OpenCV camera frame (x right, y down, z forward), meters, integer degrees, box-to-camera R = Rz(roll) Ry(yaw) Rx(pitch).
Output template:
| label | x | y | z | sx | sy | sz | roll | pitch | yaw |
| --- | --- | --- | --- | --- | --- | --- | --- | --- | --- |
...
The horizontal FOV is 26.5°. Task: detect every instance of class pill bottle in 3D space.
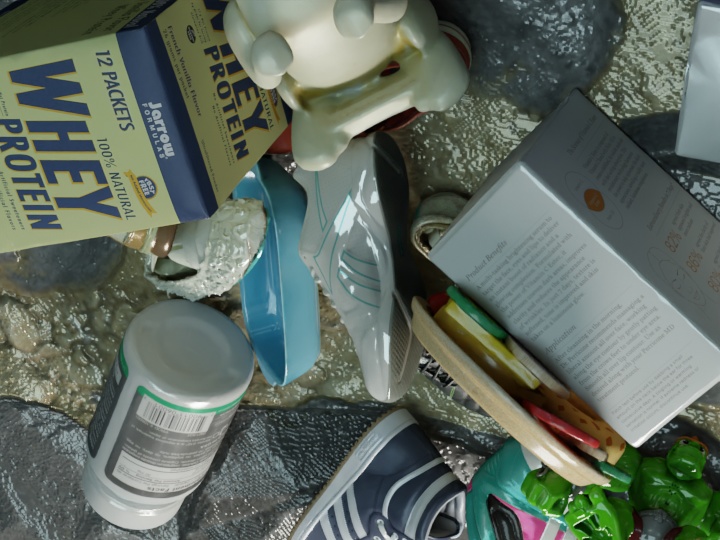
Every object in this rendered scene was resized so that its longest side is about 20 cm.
| label | x | y | z | sx | sy | sz | roll | pitch | yaw |
| --- | --- | --- | --- | --- | --- | --- | --- | --- | --- |
| pill bottle | -0.172 | 0.129 | 1.319 | 0.113 | 0.113 | 0.200 | 33 | 131 | 5 |

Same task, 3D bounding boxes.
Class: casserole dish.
| label | x | y | z | sx | sy | sz | roll | pitch | yaw |
| --- | --- | --- | --- | --- | --- | --- | --- | --- | --- |
| casserole dish | -0.066 | -0.003 | 1.224 | 0.039 | 0.121 | 0.201 | -12 | 117 | -18 |

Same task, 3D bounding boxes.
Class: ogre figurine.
| label | x | y | z | sx | sy | sz | roll | pitch | yaw |
| --- | --- | --- | --- | --- | --- | --- | --- | --- | --- |
| ogre figurine | 0.230 | 0.188 | 1.179 | 0.199 | 0.120 | 0.098 | 7 | 114 | 18 |

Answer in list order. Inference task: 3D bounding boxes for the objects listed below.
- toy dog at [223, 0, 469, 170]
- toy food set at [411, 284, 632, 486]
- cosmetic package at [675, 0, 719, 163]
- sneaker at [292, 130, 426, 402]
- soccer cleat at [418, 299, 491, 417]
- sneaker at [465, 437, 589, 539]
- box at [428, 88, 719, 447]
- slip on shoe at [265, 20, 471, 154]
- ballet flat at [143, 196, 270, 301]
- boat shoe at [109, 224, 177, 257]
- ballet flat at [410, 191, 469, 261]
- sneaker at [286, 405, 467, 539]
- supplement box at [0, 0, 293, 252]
| label | x | y | z | sx | sy | sz | roll | pitch | yaw |
| --- | --- | --- | --- | --- | --- | --- | --- | --- | --- |
| toy dog | -0.030 | -0.201 | 1.029 | 0.139 | 0.194 | 0.200 | -17 | 142 | 21 |
| toy food set | 0.116 | 0.083 | 1.102 | 0.200 | 0.198 | 0.049 | 43 | 95 | 1 |
| cosmetic package | 0.317 | -0.121 | 1.010 | 0.199 | 0.081 | 0.113 | 15 | 120 | 17 |
| sneaker | 0.000 | 0.000 | 1.145 | 0.080 | 0.070 | 0.201 | -6 | 92 | 25 |
| soccer cleat | 0.044 | 0.053 | 1.212 | 0.200 | 0.081 | 0.068 | 44 | 124 | -3 |
| sneaker | 0.152 | 0.234 | 1.254 | 0.121 | 0.084 | 0.200 | -31 | 92 | 27 |
| box | 0.172 | -0.005 | 1.086 | 0.200 | 0.152 | 0.106 | 43 | 124 | -1 |
| slip on shoe | -0.010 | -0.128 | 1.148 | 0.199 | 0.061 | 0.074 | -16 | 130 | 28 |
| ballet flat | -0.130 | -0.013 | 1.208 | 0.072 | 0.072 | 0.200 | 48 | 156 | -5 |
| boat shoe | -0.191 | -0.060 | 1.195 | 0.076 | 0.200 | 0.072 | 12 | 94 | -17 |
| ballet flat | 0.116 | 0.020 | 1.176 | 0.200 | 0.062 | 0.068 | 38 | 121 | 1 |
| sneaker | 0.015 | 0.221 | 1.301 | 0.108 | 0.070 | 0.200 | 45 | 123 | 20 |
| supplement box | -0.181 | -0.120 | 1.076 | 0.199 | 0.200 | 0.135 | -8 | 113 | 20 |
